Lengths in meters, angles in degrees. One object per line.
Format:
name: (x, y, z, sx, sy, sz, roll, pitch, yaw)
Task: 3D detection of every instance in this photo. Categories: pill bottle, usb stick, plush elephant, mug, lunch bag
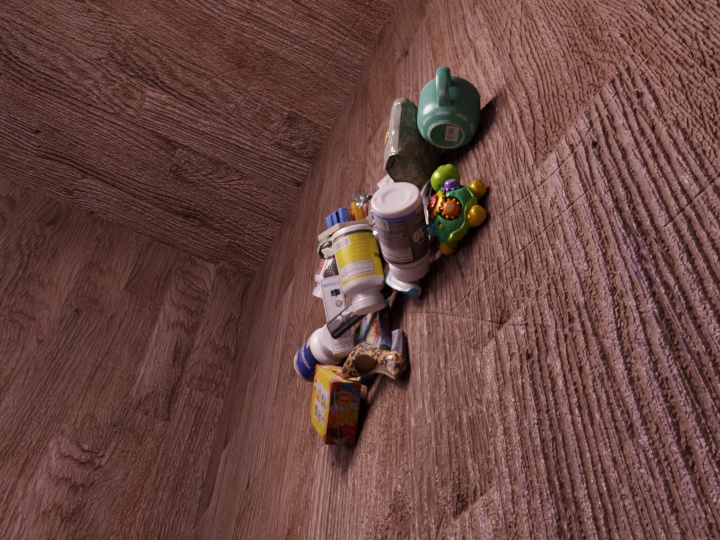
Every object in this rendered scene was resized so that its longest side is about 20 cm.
pill bottle: (0.000, 0.000, 1.582, 0.111, 0.109, 0.204, -39, 60, 59)
usb stick: (-0.003, 0.098, 1.636, 0.199, 0.033, 0.056, -39, 54, 7)
pill bottle: (0.095, -0.081, 1.426, 0.115, 0.111, 0.203, -86, -15, -49)
plush elephant: (0.070, -0.112, 1.681, 0.164, 0.196, 0.159, -9, 77, 63)
pill bottle: (-0.109, 0.237, 1.866, 0.200, 0.114, 0.117, -49, 24, 48)
mug: (0.199, -0.372, 1.526, 0.151, 0.183, 0.117, -22, 48, 43)
lunch bag: (0.121, -0.312, 1.620, 0.115, 0.200, 0.168, -5, 65, 28)
pill bottle: (-0.082, 0.000, 2.097, 0.204, 0.110, 0.112, -68, 16, -3)

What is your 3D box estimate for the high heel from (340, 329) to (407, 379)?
high heel: (0.022, 0.226, 1.455, 0.199, 0.071, 0.144, -36, 24, 23)

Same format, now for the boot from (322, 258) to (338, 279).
boot: (-0.031, -0.007, 1.931, 0.068, 0.129, 0.204, 41, 118, 48)

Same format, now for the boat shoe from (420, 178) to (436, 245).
boat shoe: (0.173, -0.140, 1.556, 0.066, 0.072, 0.203, -3, 51, 31)

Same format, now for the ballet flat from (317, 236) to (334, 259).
ballet flat: (-0.041, -0.069, 1.807, 0.197, 0.074, 0.075, -16, 48, 35)

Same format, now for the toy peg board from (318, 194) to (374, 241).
toy peg board: (-0.013, -0.162, 1.884, 0.200, 0.195, 0.100, 159, 101, -69)

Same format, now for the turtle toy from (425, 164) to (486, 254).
turtle toy: (0.194, -0.143, 1.385, 0.146, 0.099, 0.203, -50, 24, 46)

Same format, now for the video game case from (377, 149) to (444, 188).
video game case: (0.136, -0.283, 1.778, 0.199, 0.018, 0.144, -41, 21, 8)

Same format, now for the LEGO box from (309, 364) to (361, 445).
LEGO box: (-0.065, 0.330, 1.603, 0.200, 0.075, 0.153, -166, 83, -75)

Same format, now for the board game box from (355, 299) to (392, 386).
board game box: (0.032, 0.174, 1.627, 0.137, 0.034, 0.202, -60, 18, 28)

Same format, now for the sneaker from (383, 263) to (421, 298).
sneaker: (0.106, 0.002, 1.539, 0.082, 0.075, 0.201, -61, 19, 15)

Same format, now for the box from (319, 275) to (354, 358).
box: (-0.060, 0.128, 1.729, 0.117, 0.059, 0.204, 85, 174, -77)
